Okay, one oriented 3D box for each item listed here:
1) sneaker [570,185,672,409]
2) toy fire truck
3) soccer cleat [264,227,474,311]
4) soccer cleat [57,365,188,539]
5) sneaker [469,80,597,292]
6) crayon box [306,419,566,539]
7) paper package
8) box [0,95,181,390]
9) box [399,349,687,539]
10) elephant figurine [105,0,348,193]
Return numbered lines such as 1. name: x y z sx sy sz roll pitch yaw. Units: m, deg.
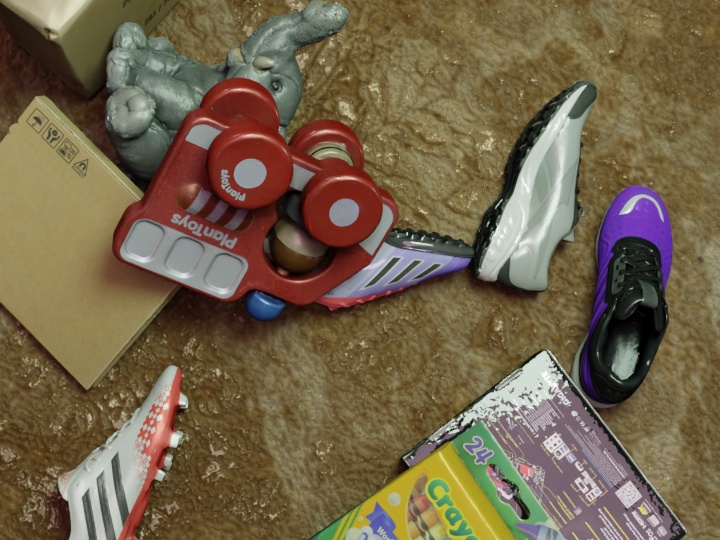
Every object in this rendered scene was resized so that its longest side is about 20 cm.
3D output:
1. sneaker: 0.238 0.019 1.132 0.069 0.100 0.201 12 80 -2
2. toy fire truck: -0.080 -0.045 1.063 0.199 0.112 0.168 23 114 -24
3. soccer cleat: 0.000 0.000 1.152 0.199 0.068 0.074 0 96 -2
4. soccer cleat: -0.207 0.170 1.108 0.085 0.069 0.201 21 84 -3
5. sneaker: 0.167 -0.074 1.168 0.079 0.074 0.201 24 86 -7
6. crayon box: 0.052 0.232 1.078 0.200 0.052 0.126 -37 83 13
7. paper package: -0.220 -0.268 1.121 0.103 0.191 0.200 38 81 3
8. box: -0.254 -0.022 1.130 0.200 0.021 0.164 44 107 5
9. box: 0.155 0.193 1.125 0.159 0.049 0.200 -37 83 -5
10. elephant figurine: -0.111 -0.141 1.123 0.199 0.155 0.142 1 77 -1
